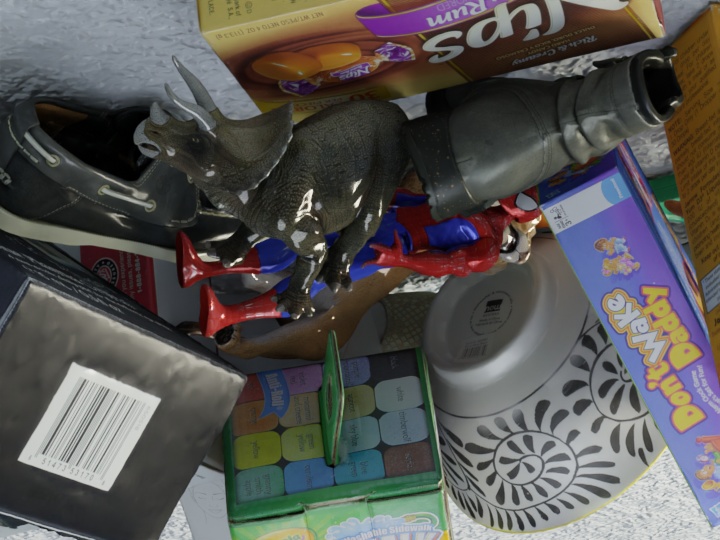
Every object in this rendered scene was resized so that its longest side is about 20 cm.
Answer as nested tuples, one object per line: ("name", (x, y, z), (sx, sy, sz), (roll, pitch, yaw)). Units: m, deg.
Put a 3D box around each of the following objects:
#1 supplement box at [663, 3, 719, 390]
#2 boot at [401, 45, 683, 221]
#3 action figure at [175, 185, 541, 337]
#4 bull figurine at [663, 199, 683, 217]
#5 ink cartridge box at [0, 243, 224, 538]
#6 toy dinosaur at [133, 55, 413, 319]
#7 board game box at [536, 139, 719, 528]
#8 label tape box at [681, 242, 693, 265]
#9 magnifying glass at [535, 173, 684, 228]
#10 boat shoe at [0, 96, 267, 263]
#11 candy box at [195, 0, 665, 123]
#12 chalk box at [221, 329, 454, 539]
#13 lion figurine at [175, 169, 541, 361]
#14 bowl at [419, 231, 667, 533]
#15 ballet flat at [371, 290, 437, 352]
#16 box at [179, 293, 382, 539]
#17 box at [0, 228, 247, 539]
("supplement box", (0.206, -0.034, 1.142), (0.066, 0.201, 0.069), (2, 151, -23))
("boot", (0.099, -0.073, 1.105), (0.130, 0.068, 0.200), (-18, -173, 11))
("action figure", (0.006, -0.016, 1.184), (0.199, 0.066, 0.052), (-12, 133, -19))
("bull figurine", (0.237, -0.041, 1.236), (0.065, 0.122, 0.200), (14, 138, -21))
("ink cartridge box", (-0.188, 0.068, 1.329), (0.199, 0.147, 0.083), (-16, 156, 21))
("toy dinosaur", (-0.013, -0.043, 1.068), (0.199, 0.077, 0.103), (-9, 131, -39))
("board game box", (0.157, 0.018, 1.195), (0.045, 0.201, 0.135), (-26, -164, 12))
("label tape box", (0.294, 0.004, 1.414), (0.199, 0.064, 0.144), (-16, 165, 20))
("magnifying glass", (0.188, -0.043, 1.349), (0.199, 0.023, 0.080), (-4, 157, -7))
("boat shoe", (-0.109, -0.050, 1.179), (0.199, 0.072, 0.068), (7, 128, -43))
("candy box", (0.034, -0.131, 1.042), (0.199, 0.057, 0.117), (-11, 159, 11))
("chalk box", (-0.012, 0.130, 1.274), (0.123, 0.125, 0.201), (-9, 126, 2))
("lion figurine", (0.000, 0.000, 1.289), (0.199, 0.073, 0.122), (-33, 145, 18))
("bowl", (0.098, 0.046, 1.342), (0.200, 0.202, 0.094), (-23, 133, 33))
("ballet flat", (-0.032, 0.056, 1.458), (0.199, 0.068, 0.062), (-21, 148, 28))
("box", (-0.043, 0.120, 1.421), (0.124, 0.098, 0.201), (0, 129, 19))
("box", (-0.200, 0.035, 1.158), (0.200, 0.118, 0.196), (31, 180, 34))
